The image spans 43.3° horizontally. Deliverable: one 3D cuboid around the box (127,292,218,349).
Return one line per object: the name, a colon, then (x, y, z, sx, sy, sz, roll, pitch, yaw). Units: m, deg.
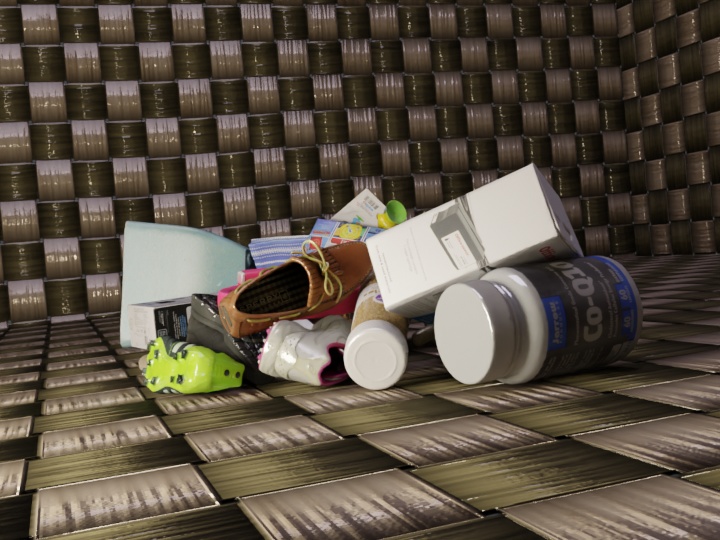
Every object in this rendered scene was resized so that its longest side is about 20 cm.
box: (-0.224, 0.068, 1.314, 0.196, 0.062, 0.116, -7, 4, -32)

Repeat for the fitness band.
fitness band: (-0.083, 0.027, 1.143, 0.196, 0.038, 0.143, -7, 14, -27)

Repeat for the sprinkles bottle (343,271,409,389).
sprinkles bottle: (0.022, 0.061, 1.022, 0.066, 0.070, 0.201, -5, 18, 6)

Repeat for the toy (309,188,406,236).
toy: (0.011, -0.058, 1.380, 0.048, 0.115, 0.199, -55, 12, -30)

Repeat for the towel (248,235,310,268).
towel: (-0.092, 0.033, 1.460, 0.141, 0.203, 0.024, -3, 35, 14)

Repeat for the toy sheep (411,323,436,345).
toy sheep: (0.137, 0.041, 1.120, 0.197, 0.141, 0.137, -27, 11, -25)

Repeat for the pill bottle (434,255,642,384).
pill bottle: (0.178, 0.050, 0.911, 0.196, 0.117, 0.113, -7, 2, -32)

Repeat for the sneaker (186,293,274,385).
sneaker: (-0.161, 0.102, 1.127, 0.075, 0.093, 0.199, 11, 14, -35)

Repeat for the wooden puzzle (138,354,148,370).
wooden puzzle: (-0.201, 0.116, 1.348, 0.181, 0.038, 0.199, -4, 2, 31)

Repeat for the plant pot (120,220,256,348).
plant pot: (-0.260, 0.031, 1.494, 0.195, 0.202, 0.196, 0, -7, 11)

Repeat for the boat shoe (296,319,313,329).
boat shoe: (-0.122, 0.097, 1.184, 0.063, 0.072, 0.198, -30, 25, -37)

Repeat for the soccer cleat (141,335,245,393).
soccer cleat: (-0.199, 0.116, 1.057, 0.080, 0.069, 0.199, 14, -7, -29)

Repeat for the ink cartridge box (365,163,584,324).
ink cartridge box: (0.126, -0.022, 0.977, 0.197, 0.086, 0.144, -23, -17, 18)

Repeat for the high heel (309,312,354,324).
high heel: (-0.062, 0.086, 1.206, 0.139, 0.073, 0.200, -2, -13, -11)

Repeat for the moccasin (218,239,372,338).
moccasin: (-0.067, 0.012, 1.033, 0.198, 0.075, 0.078, -16, -10, -28)

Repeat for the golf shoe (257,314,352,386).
golf shoe: (-0.035, 0.100, 1.040, 0.090, 0.077, 0.199, 21, 11, 26)

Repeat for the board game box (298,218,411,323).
board game box: (0.000, 0.000, 1.289, 0.196, 0.137, 0.035, 10, -34, 27)
